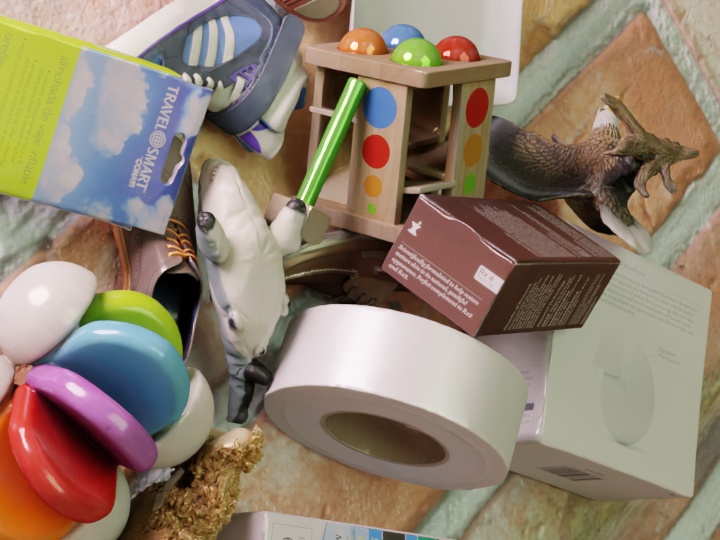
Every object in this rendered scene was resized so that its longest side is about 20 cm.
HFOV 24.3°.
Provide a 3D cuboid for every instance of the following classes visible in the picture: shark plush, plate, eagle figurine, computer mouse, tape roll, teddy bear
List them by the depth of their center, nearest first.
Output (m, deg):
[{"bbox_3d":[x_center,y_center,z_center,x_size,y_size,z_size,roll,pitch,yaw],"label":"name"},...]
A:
[{"bbox_3d":[-0.134,0.192,1.201,0.067,0.145,0.200,44,53,-20],"label":"teddy bear"},{"bbox_3d":[-0.088,0.016,1.282,0.091,0.083,0.200,-24,113,-29],"label":"shark plush"},{"bbox_3d":[0.028,0.103,1.312,0.202,0.202,0.071,32,62,-31],"label":"tape roll"},{"bbox_3d":[0.007,-0.293,1.463,0.059,0.034,0.200,-43,120,-22],"label":"computer mouse"},{"bbox_3d":[0.062,-0.243,1.469,0.199,0.032,0.200,-7,105,-38],"label":"plate"},{"bbox_3d":[0.196,-0.091,1.489,0.151,0.200,0.152,-38,107,-40],"label":"eagle figurine"}]

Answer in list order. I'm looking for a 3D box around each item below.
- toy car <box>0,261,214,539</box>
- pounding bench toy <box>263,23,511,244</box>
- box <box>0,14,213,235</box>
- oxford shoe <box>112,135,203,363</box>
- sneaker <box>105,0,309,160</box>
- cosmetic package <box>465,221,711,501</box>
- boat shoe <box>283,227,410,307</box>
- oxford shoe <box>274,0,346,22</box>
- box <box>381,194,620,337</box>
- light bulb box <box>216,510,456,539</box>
[{"bbox_3d":[-0.194,0.104,1.139,0.200,0.150,0.175,-47,112,-9],"label":"toy car"},{"bbox_3d":[0.011,-0.111,1.331,0.200,0.124,0.156,-16,116,-51],"label":"pounding bench toy"},{"bbox_3d":[-0.219,-0.108,1.200,0.200,0.048,0.122,15,100,-29],"label":"box"},{"bbox_3d":[-0.144,-0.014,1.273,0.071,0.073,0.200,9,75,-38],"label":"oxford shoe"},{"bbox_3d":[-0.118,-0.142,1.314,0.200,0.081,0.147,-42,104,-42],"label":"sneaker"},{"bbox_3d":[0.201,0.087,1.508,0.199,0.123,0.200,23,69,-34],"label":"cosmetic package"},{"bbox_3d":[0.000,0.000,1.392,0.200,0.076,0.072,-9,89,-39],"label":"boat shoe"},{"bbox_3d":[-0.088,-0.292,1.390,0.200,0.071,0.074,43,37,-29],"label":"oxford shoe"},{"bbox_3d":[0.116,-0.004,1.329,0.200,0.100,0.075,3,120,-58],"label":"box"},{"bbox_3d":[-0.034,0.294,1.272,0.200,0.125,0.199,14,73,-36],"label":"light bulb box"}]
